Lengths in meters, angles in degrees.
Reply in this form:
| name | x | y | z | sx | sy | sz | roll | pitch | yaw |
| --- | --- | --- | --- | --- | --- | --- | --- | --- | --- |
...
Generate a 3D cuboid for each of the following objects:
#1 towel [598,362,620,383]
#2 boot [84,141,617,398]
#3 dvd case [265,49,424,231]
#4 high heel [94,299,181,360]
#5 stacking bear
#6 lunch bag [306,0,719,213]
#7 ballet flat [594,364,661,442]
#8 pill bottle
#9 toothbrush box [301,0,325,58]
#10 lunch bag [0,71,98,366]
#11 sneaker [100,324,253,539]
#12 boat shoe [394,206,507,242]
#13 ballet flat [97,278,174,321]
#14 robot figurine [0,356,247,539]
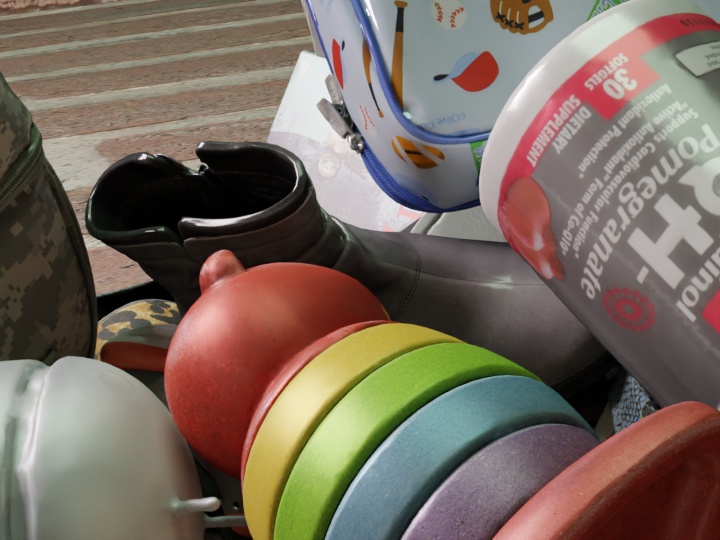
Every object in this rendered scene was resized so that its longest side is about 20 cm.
| name | x | y | z | sx | sy | sz | roll | pitch | yaw |
| --- | --- | --- | --- | --- | --- | --- | --- | --- | --- |
| towel | 0.144 | 0.005 | 1.048 | 0.198 | 0.086 | 0.166 | -2 | 16 | 5 |
| boot | 0.000 | 0.000 | 0.821 | 0.198 | 0.132 | 0.070 | -8 | 56 | 23 |
| dvd case | 0.019 | -0.014 | 0.990 | 0.199 | 0.147 | 0.022 | 22 | 0 | 40 |
| high heel | -0.091 | 0.077 | 0.937 | 0.199 | 0.072 | 0.143 | 1 | 31 | -41 |
| stacking bear | 0.012 | 0.063 | 0.675 | 0.113 | 0.122 | 0.200 | -27 | 42 | -27 |
| lunch bag | 0.074 | -0.107 | 0.861 | 0.198 | 0.161 | 0.076 | -16 | -21 | -14 |
| ballet flat | 0.111 | 0.078 | 0.804 | 0.073 | 0.075 | 0.200 | -3 | 12 | 7 |
| pill bottle | 0.139 | 0.006 | 0.730 | 0.110 | 0.111 | 0.200 | -15 | 51 | -37 |
| toothbrush box | 0.087 | -0.156 | 0.978 | 0.198 | 0.148 | 0.085 | 15 | -19 | 12 |
| lunch bag | -0.205 | -0.020 | 0.845 | 0.199 | 0.168 | 0.140 | 24 | 66 | 39 |
| sneaker | -0.018 | 0.087 | 0.839 | 0.198 | 0.077 | 0.082 | 12 | 61 | 12 |
| boat shoe | 0.023 | 0.021 | 0.924 | 0.199 | 0.076 | 0.060 | -35 | -10 | 22 |
| ballet flat | -0.146 | 0.023 | 1.123 | 0.198 | 0.057 | 0.066 | -11 | 16 | -21 |
| robot figurine | -0.140 | 0.090 | 0.736 | 0.198 | 0.114 | 0.170 | -4 | 1 | 6 |
